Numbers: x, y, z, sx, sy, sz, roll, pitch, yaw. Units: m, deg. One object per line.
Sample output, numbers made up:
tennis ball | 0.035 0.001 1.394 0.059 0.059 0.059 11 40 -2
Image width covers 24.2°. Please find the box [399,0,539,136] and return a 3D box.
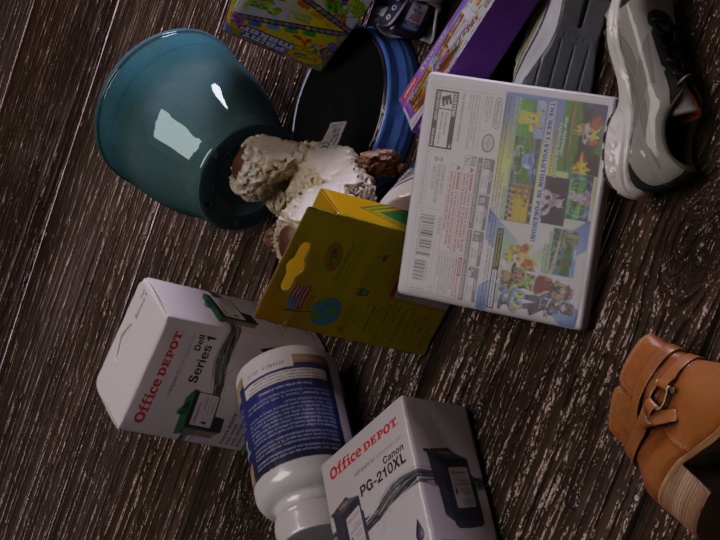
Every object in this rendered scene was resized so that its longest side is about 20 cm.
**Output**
box | 0.109 -0.219 1.570 0.201 0.039 0.137 -57 13 13

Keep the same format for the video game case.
video game case | 0.129 -0.063 1.475 0.181 0.022 0.203 11 96 27

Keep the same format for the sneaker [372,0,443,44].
sneaker | 0.075 -0.300 1.693 0.200 0.069 0.110 -25 54 58

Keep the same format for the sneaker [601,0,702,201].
sneaker | 0.250 -0.161 1.393 0.079 0.073 0.203 -7 79 45

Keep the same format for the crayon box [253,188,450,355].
crayon box | 0.000 0.000 1.584 0.128 0.198 0.051 -62 36 21

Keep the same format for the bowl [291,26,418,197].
bowl | -0.010 -0.167 1.804 0.200 0.039 0.203 -26 58 50

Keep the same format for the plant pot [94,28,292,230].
plant pot | -0.175 -0.148 1.917 0.188 0.199 0.202 40 112 43

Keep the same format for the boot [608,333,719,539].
boot | 0.264 0.087 1.278 0.201 0.073 0.155 -62 32 17

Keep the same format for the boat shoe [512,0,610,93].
boat shoe | 0.176 -0.191 1.521 0.202 0.071 0.062 -69 18 -4

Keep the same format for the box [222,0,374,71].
box | -0.042 -0.355 1.766 0.193 0.121 0.202 137 150 -61

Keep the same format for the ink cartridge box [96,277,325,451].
ink cartridge box | -0.161 0.105 1.787 0.147 0.198 0.084 -64 35 19

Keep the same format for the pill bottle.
pill bottle | -0.059 0.186 1.687 0.111 0.110 0.202 -46 44 38

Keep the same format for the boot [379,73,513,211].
boot | 0.092 -0.109 1.617 0.199 0.072 0.091 -28 44 44

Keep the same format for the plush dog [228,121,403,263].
plush dog | -0.034 -0.038 1.720 0.200 0.159 0.173 -126 27 -43

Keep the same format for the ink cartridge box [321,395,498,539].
ink cartridge box | 0.047 0.238 1.536 0.145 0.084 0.202 -44 46 39
